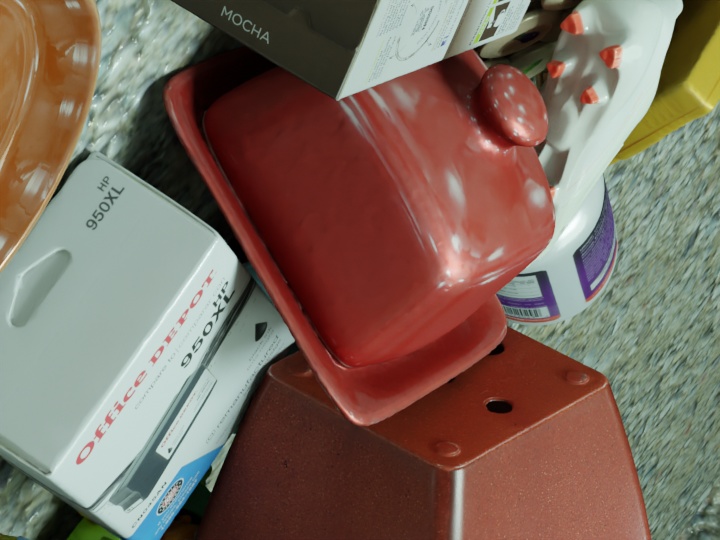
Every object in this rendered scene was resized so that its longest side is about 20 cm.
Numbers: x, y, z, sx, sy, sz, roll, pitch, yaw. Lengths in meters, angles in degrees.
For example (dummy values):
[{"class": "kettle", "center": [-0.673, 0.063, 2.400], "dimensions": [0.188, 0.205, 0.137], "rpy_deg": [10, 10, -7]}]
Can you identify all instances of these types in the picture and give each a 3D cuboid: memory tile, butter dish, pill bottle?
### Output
[{"class": "memory tile", "center": [0.132, -0.148, 1.554], "dimensions": [0.153, 0.017, 0.200], "rpy_deg": [-15, 165, -46]}, {"class": "butter dish", "center": [0.029, -0.052, 1.463], "dimensions": [0.148, 0.200, 0.200], "rpy_deg": [-32, 177, 31]}, {"class": "pill bottle", "center": [0.106, -0.042, 1.896], "dimensions": [0.112, 0.111, 0.200], "rpy_deg": [-55, 164, -9]}]

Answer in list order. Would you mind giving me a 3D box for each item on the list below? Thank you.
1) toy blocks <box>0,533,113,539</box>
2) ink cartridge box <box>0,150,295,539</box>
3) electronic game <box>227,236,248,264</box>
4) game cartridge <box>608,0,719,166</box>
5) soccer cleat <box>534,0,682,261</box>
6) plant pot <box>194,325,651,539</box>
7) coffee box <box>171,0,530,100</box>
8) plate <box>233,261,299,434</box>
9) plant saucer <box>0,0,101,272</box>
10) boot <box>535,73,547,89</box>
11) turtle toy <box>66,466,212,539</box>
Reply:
[{"class": "toy blocks", "center": [-0.154, 0.169, 1.446], "dimensions": [0.100, 0.199, 0.137], "rpy_deg": [-67, 153, -11]}, {"class": "ink cartridge box", "center": [-0.120, 0.046, 1.462], "dimensions": [0.145, 0.084, 0.200], "rpy_deg": [-56, 163, -7]}, {"class": "electronic game", "center": [0.000, 0.000, 1.654], "dimensions": [0.199, 0.042, 0.200], "rpy_deg": [-18, 151, -10]}, {"class": "game cartridge", "center": [0.166, -0.121, 1.661], "dimensions": [0.200, 0.032, 0.177], "rpy_deg": [-26, -155, 53]}, {"class": "soccer cleat", "center": [0.110, -0.071, 1.556], "dimensions": [0.077, 0.069, 0.200], "rpy_deg": [-23, 153, -46]}, {"class": "plant pot", "center": [0.036, 0.129, 1.568], "dimensions": [0.200, 0.200, 0.177], "rpy_deg": [-25, 129, -41]}, {"class": "coffee box", "center": [0.004, -0.157, 1.397], "dimensions": [0.200, 0.113, 0.080], "rpy_deg": [-28, 146, -60]}, {"class": "plate", "center": [-0.023, 0.044, 1.645], "dimensions": [0.199, 0.026, 0.200], "rpy_deg": [-16, 149, -9]}, {"class": "plant saucer", "center": [-0.181, -0.043, 1.221], "dimensions": [0.200, 0.032, 0.200], "rpy_deg": [-51, 163, -22]}, {"class": "boot", "center": [0.171, -0.133, 1.847], "dimensions": [0.073, 0.155, 0.201], "rpy_deg": [-3, 125, -16]}, {"class": "turtle toy", "center": [-0.135, 0.196, 1.660], "dimensions": [0.200, 0.101, 0.146], "rpy_deg": [-58, 163, 1]}]
